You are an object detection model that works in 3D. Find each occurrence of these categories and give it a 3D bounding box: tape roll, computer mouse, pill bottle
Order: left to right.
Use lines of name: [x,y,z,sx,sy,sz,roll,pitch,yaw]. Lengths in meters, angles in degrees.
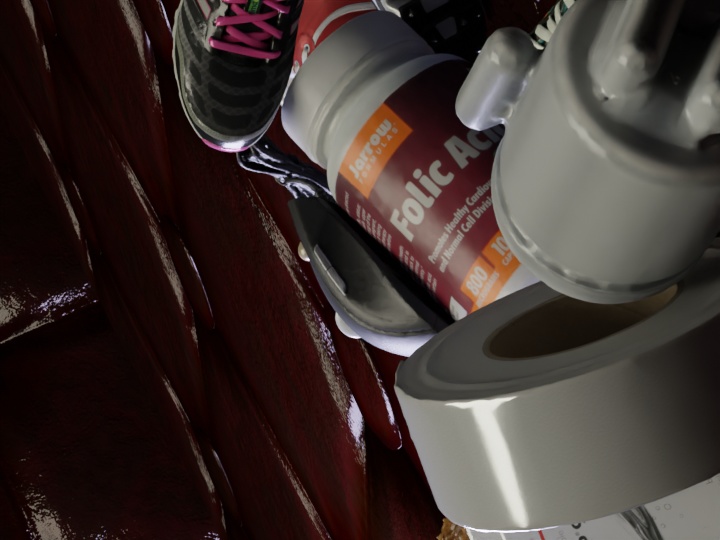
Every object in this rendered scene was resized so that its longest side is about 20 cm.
computer mouse: [0.000,0.000,1.391,0.200,0.046,0.140,46,-172,27]
pill bottle: [0.053,-0.051,1.336,0.200,0.114,0.114,45,158,23]
tape roll: [0.119,0.053,1.150,0.071,0.201,0.202,69,167,-13]

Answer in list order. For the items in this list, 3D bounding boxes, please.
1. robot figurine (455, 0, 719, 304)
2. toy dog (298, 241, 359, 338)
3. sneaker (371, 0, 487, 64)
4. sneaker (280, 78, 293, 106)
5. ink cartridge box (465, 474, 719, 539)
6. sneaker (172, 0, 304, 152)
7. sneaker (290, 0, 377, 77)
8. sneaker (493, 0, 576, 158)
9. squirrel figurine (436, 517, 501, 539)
robot figurine: [0.127,-0.058,1.090,0.169,0.113,0.200,28,149,2]
toy dog: [0.028,0.039,1.598,0.200,0.096,0.132,38,171,12]
sneaker: [0.013,-0.216,1.403,0.090,0.066,0.201,43,158,60]
sneaker: [-0.003,-0.134,1.629,0.200,0.078,0.100,50,153,27]
ink cartridge box: [0.149,0.153,1.199,0.117,0.199,0.067,66,-158,1]
sneaker: [-0.059,-0.166,1.315,0.087,0.073,0.202,-139,62,-79]
sneaker: [-0.027,-0.139,1.547,0.200,0.071,0.113,-34,65,53]
sneaker: [0.111,-0.100,1.184,0.072,0.079,0.200,61,165,24]
squirrel figurine: [0.144,0.176,1.344,0.199,0.142,0.187,33,-167,9]
